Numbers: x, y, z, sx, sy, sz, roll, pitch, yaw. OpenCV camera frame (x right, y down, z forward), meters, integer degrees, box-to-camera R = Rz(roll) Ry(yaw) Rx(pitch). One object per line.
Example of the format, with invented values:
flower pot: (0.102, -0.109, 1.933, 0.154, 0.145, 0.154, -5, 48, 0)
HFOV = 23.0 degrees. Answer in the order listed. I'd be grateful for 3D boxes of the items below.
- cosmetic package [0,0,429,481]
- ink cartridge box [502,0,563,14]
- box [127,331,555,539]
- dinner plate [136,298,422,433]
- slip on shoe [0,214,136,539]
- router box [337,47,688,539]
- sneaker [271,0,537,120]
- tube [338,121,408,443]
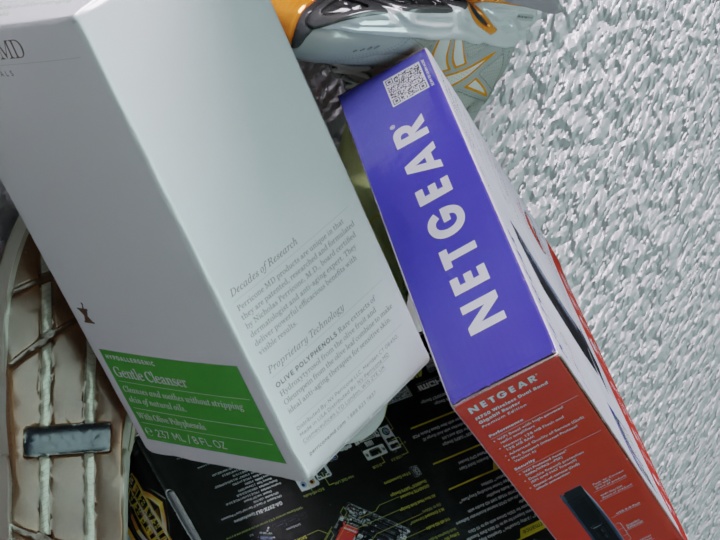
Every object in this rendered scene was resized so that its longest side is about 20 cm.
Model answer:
cosmetic package: (-0.067, -0.027, 0.681, 0.085, 0.108, 0.200, -43, 118, -33)
ink cartridge box: (-0.007, -0.175, 0.645, 0.068, 0.200, 0.115, -57, 149, -16)
box: (0.004, 0.123, 0.821, 0.200, 0.160, 0.049, -18, 159, -39)
dinner plate: (-0.034, 0.069, 0.889, 0.200, 0.024, 0.200, -11, 107, -39)
slip on shoe: (-0.126, 0.050, 0.757, 0.076, 0.061, 0.200, 1, 93, -26)
router box: (0.070, 0.026, 0.807, 0.049, 0.200, 0.180, -28, 136, 9)
sneaker: (0.018, -0.099, 0.869, 0.200, 0.076, 0.092, -9, 122, -55)
tube: (0.000, 0.000, 0.846, 0.200, 0.052, 0.058, -76, -178, -55)
